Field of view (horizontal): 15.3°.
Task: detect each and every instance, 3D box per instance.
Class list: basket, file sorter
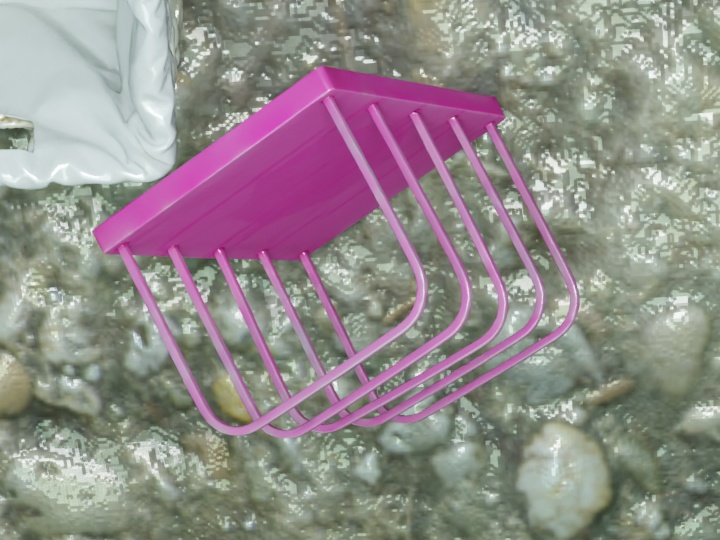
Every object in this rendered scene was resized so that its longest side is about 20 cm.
[{"bbox_3d":[-0.179,-0.159,1.231,0.197,0.161,0.201,0,121,4],"label":"basket"},{"bbox_3d":[0.000,0.000,1.274,0.139,0.200,0.126,-33,76,22],"label":"file sorter"}]
